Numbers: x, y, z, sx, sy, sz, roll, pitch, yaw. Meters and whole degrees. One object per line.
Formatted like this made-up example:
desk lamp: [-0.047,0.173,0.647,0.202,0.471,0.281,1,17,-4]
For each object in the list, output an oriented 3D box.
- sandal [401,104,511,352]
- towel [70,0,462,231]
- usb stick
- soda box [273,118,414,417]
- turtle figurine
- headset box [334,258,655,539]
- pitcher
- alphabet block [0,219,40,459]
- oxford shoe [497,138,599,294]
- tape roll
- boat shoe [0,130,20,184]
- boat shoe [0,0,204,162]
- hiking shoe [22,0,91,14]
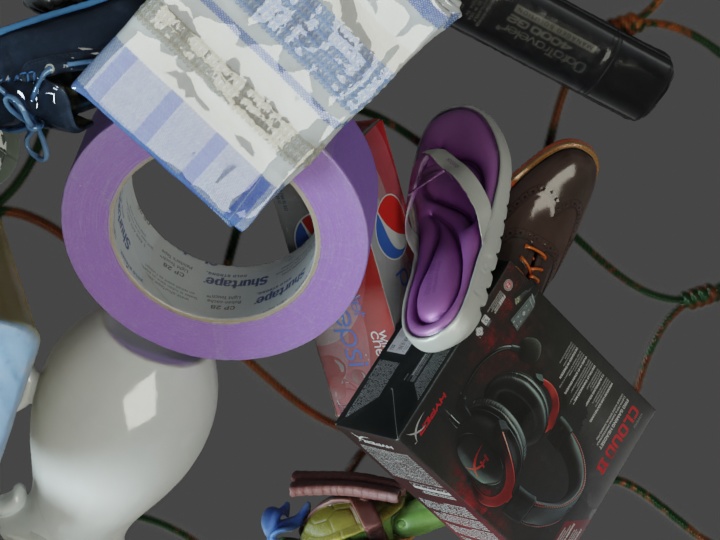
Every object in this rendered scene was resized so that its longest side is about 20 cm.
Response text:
sandal: [0.057,-0.040,1.534,0.082,0.203,0.050,-23,135,29]
towel: [-0.054,-0.134,1.378,0.200,0.024,0.147,-44,111,7]
usb stick: [0.131,-0.163,1.592,0.200,0.033,0.055,24,112,-25]
soda box: [0.000,0.000,1.582,0.070,0.063,0.200,-4,114,29]
turtle figurine: [0.045,0.217,1.679,0.194,0.200,0.144,-32,153,-6]
headset box: [0.101,0.106,1.571,0.200,0.075,0.149,45,70,-31]
pitcher: [-0.198,0.111,1.580,0.171,0.121,0.200,22,118,-8]
alphabet block: [-0.332,0.058,1.459,0.196,0.200,0.196,15,108,-23]
oxford shoe: [0.116,0.001,1.638,0.071,0.073,0.200,23,105,-25]
tape roll: [-0.090,-0.040,1.491,0.200,0.066,0.200,4,125,6]
boat shoe: [-0.321,-0.093,1.473,0.202,0.065,0.075,6,101,-17]
boat shoe: [-0.185,-0.117,1.405,0.200,0.069,0.084,-23,161,13]
hiking shoe: [-0.127,-0.225,1.422,0.200,0.101,0.076,-24,162,14]
